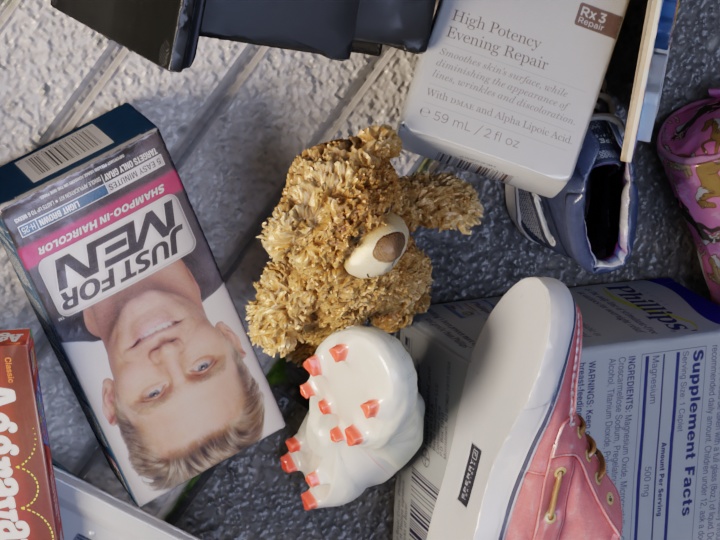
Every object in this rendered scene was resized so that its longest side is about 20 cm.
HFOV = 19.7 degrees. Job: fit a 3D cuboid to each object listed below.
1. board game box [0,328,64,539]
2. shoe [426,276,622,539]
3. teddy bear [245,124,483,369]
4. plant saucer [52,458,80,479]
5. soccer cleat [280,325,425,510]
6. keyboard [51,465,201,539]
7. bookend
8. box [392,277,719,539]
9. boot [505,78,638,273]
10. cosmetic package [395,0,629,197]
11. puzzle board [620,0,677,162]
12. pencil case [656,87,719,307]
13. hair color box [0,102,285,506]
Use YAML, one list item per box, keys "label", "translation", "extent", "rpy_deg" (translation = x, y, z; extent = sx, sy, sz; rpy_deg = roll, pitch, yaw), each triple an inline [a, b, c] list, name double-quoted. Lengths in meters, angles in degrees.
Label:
- label: "board game box"
  translation: [-0.218, 0.124, 1.132]
  extent: [0.103, 0.019, 0.201]
  rpy_deg: [-4, 119, 0]
- label: "shoe"
  translation: [0.106, 0.100, 1.166]
  extent: [0.091, 0.071, 0.201]
  rpy_deg: [7, 109, -25]
- label: "teddy bear"
  translation: [0.000, 0.000, 1.154]
  extent: [0.145, 0.067, 0.200]
  rpy_deg: [-14, 153, -22]
- label: "plant saucer"
  translation: [-0.176, 0.153, 1.199]
  extent: [0.070, 0.019, 0.200]
  rpy_deg: [-49, 121, -3]
- label: "soccer cleat"
  translation: [0.007, 0.077, 1.183]
  extent: [0.077, 0.200, 0.069]
  rpy_deg: [-22, 71, -21]
- label: "keyboard"
  translation: [-0.149, 0.150, 1.164]
  extent: [0.200, 0.011, 0.056]
  rpy_deg: [29, 115, -15]
- label: "bookend"
  translation: [-0.032, -0.151, 1.058]
  extent: [0.199, 0.199, 0.092]
  rpy_deg: [5, 103, -27]
- label: "box"
  translation: [0.130, 0.114, 1.277]
  extent: [0.199, 0.105, 0.185]
  rpy_deg: [-6, 109, -22]
- label: "boot"
  translation: [0.127, -0.101, 1.210]
  extent: [0.073, 0.090, 0.201]
  rpy_deg: [-15, 113, -19]
- label: "cosmetic package"
  translation: [0.095, -0.151, 1.145]
  extent: [0.101, 0.074, 0.201]
  rpy_deg: [18, 84, -1]
- label: "puzzle board"
  translation: [0.171, -0.147, 1.164]
  extent: [0.017, 0.200, 0.151]
  rpy_deg: [10, 102, 8]
- label: "pencil case"
  translation: [0.250, -0.015, 1.301]
  extent: [0.083, 0.087, 0.200]
  rpy_deg: [-25, 117, -2]
- label: "hair color box"
  translation: [-0.126, 0.020, 1.152]
  extent: [0.100, 0.061, 0.200]
  rpy_deg: [-28, 117, -13]
